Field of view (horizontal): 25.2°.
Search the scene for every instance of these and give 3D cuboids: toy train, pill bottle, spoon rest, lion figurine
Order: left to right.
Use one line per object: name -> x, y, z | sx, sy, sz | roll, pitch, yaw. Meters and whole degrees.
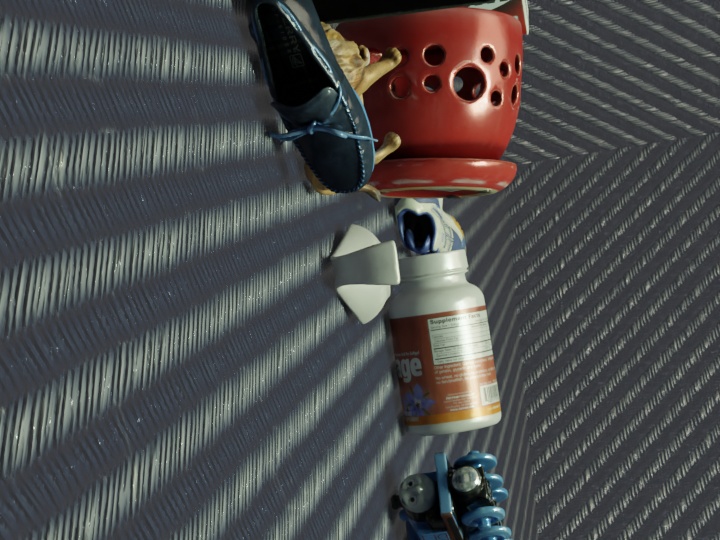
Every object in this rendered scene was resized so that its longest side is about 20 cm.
lion figurine -> -0.022, -0.131, 1.428 | 0.122, 0.072, 0.201 | -34, 128, -43
spoon rest -> 0.000, 0.000, 1.549 | 0.200, 0.060, 0.100 | 132, -49, -84
pill bottle -> 0.092, 0.081, 1.828 | 0.112, 0.111, 0.201 | -1, 82, -81
toy train -> 0.099, 0.256, 1.700 | 0.200, 0.114, 0.087 | 66, 15, -61

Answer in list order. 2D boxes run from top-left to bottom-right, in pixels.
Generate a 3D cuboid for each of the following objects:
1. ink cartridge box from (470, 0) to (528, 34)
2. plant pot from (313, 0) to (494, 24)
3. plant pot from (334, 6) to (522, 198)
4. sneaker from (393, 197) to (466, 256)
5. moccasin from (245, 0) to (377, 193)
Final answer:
ink cartridge box -> 0.101, -0.377, 2.029 | 0.084, 0.199, 0.176 | -80, 160, -61
plant pot -> 0.001, -0.329, 1.315 | 0.200, 0.199, 0.179 | 54, 33, -71
plant pot -> 0.071, -0.170, 1.694 | 0.200, 0.199, 0.184 | 5, 85, -81
sneaker -> 0.079, -0.045, 2.044 | 0.200, 0.075, 0.089 | 62, 31, -45
moccasin -> -0.051, -0.144, 1.310 | 0.201, 0.080, 0.068 | 62, 21, -23
